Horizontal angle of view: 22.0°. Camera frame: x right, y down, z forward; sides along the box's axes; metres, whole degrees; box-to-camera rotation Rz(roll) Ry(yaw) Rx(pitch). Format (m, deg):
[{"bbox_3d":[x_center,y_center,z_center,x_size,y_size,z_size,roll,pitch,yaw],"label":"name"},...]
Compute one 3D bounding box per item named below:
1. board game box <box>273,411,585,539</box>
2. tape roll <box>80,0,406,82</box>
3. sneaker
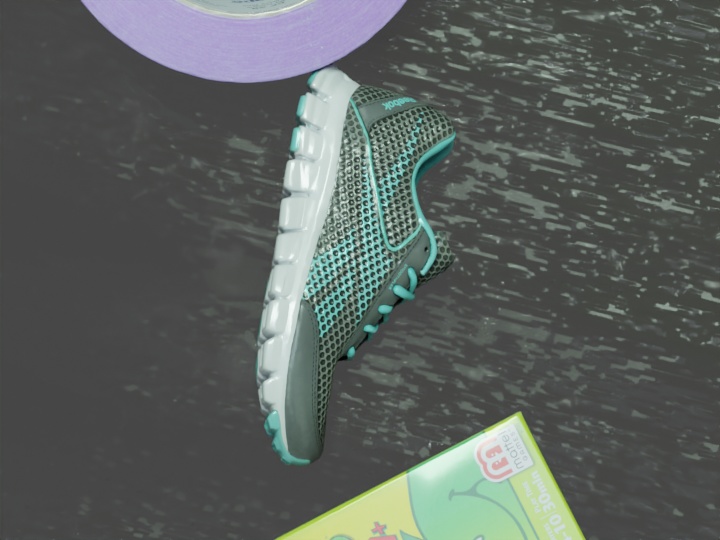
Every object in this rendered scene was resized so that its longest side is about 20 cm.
[{"bbox_3d":[0.013,0.161,0.910,0.199,0.048,0.102,-27,84,-1],"label":"board game box"},{"bbox_3d":[-0.059,-0.196,0.907,0.199,0.066,0.202,-3,106,-9],"label":"tape roll"},{"bbox_3d":[0.000,0.000,0.918,0.091,0.078,0.202,10,86,-1],"label":"sneaker"}]
